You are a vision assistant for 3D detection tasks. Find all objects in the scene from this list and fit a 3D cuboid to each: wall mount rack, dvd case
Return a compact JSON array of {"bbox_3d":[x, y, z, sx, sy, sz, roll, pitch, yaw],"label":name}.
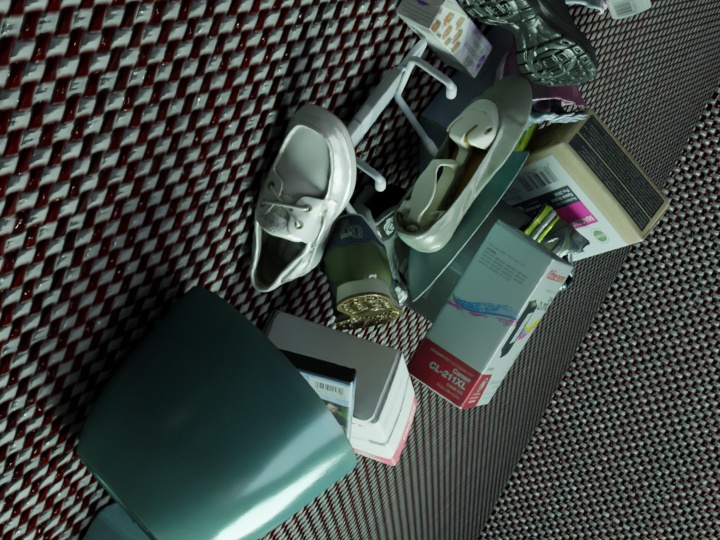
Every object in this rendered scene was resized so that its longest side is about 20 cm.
[{"bbox_3d":[0.025,-0.115,1.252,0.200,0.075,0.174,-53,176,-15],"label":"wall mount rack"},{"bbox_3d":[-0.077,0.133,1.275,0.200,0.143,0.018,95,12,-56],"label":"dvd case"}]

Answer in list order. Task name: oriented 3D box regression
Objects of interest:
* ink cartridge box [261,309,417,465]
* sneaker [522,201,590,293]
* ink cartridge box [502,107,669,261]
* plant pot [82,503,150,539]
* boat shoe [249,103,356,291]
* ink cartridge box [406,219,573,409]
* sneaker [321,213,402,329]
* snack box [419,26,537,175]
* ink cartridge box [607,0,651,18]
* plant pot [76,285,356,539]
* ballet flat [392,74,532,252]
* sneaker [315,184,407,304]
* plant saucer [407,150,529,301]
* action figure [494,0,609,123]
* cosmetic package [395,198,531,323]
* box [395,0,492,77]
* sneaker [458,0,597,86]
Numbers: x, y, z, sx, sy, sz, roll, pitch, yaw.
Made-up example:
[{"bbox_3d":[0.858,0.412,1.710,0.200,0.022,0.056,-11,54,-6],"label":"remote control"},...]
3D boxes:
[{"bbox_3d":[-0.025,0.126,1.384,0.200,0.146,0.085,69,41,-70],"label":"ink cartridge box"},{"bbox_3d":[0.218,0.013,1.643,0.074,0.081,0.200,-43,160,-44],"label":"sneaker"},{"bbox_3d":[0.257,-0.097,1.643,0.075,0.165,0.200,-49,-166,-28],"label":"ink cartridge box"},{"bbox_3d":[-0.174,0.352,1.274,0.196,0.200,0.196,-60,163,8],"label":"plant pot"},{"bbox_3d":[-0.056,-0.052,1.131,0.069,0.071,0.200,-46,160,-40],"label":"boat shoe"},{"bbox_3d":[0.151,0.052,1.518,0.200,0.083,0.146,-59,163,7],"label":"ink cartridge box"},{"bbox_3d":[0.000,0.000,1.253,0.200,0.067,0.090,81,0,-80],"label":"sneaker"},{"bbox_3d":[0.138,-0.163,1.498,0.169,0.068,0.200,-51,160,-20],"label":"snack box"},{"bbox_3d":[0.248,-0.377,1.357,0.050,0.200,0.162,-17,170,15],"label":"ink cartridge box"},{"bbox_3d":[-0.130,0.139,1.065,0.161,0.201,0.201,-41,158,-16],"label":"plant pot"},{"bbox_3d":[0.099,-0.109,1.285,0.064,0.067,0.200,26,97,-53],"label":"ballet flat"},{"bbox_3d":[0.027,-0.032,1.402,0.116,0.075,0.200,-62,162,3],"label":"sneaker"},{"bbox_3d":[0.101,-0.057,1.390,0.201,0.039,0.201,-53,-179,2],"label":"plant saucer"},{"bbox_3d":[0.180,-0.251,1.381,0.134,0.149,0.200,25,54,-88],"label":"action figure"},{"bbox_3d":[0.113,-0.026,1.598,0.200,0.107,0.090,-32,150,-53],"label":"cosmetic package"},{"bbox_3d":[0.084,-0.232,1.273,0.039,0.041,0.200,-60,162,4],"label":"box"},{"bbox_3d":[0.169,-0.250,1.248,0.200,0.076,0.091,41,52,-42],"label":"sneaker"}]
